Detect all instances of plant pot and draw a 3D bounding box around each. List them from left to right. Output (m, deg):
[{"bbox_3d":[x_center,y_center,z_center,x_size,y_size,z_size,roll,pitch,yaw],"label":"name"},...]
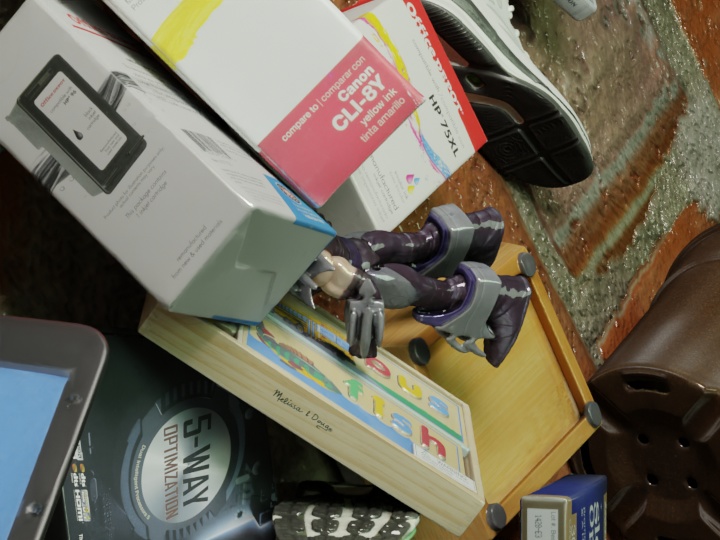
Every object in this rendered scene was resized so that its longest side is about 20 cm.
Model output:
[{"bbox_3d":[0.254,0.090,1.441,0.198,0.200,0.201,-35,104,-45],"label":"plant pot"}]

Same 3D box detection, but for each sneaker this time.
[{"bbox_3d":[-0.005,0.163,1.094,0.200,0.077,0.089,-1,92,-85],"label":"sneaker"},{"bbox_3d":[0.103,-0.154,1.425,0.200,0.076,0.116,45,45,-30],"label":"sneaker"}]

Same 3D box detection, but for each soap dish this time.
[{"bbox_3d":[0.062,0.079,1.262,0.200,0.081,0.158,-36,105,-53],"label":"soap dish"}]

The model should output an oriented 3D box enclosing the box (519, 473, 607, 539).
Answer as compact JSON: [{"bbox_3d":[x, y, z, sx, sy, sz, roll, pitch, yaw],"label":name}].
[{"bbox_3d":[0.126,0.188,1.242,0.200,0.032,0.121,3,87,-77],"label":"box"}]

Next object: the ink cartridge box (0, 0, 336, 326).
[{"bbox_3d":[-0.118,-0.065,1.020,0.200,0.068,0.116,44,9,18],"label":"ink cartridge box"}]

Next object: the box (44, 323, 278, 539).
[{"bbox_3d":[-0.106,0.131,1.039,0.160,0.043,0.200,9,68,-52],"label":"box"}]

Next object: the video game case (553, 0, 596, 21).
[{"bbox_3d":[0.100,-0.300,1.496,0.182,0.023,0.200,33,39,-42],"label":"video game case"}]

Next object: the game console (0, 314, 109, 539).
[{"bbox_3d":[-0.222,0.065,0.844,0.172,0.119,0.200,46,42,-33],"label":"game console"}]

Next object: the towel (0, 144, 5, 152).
[{"bbox_3d":[-0.244,-0.150,0.993,0.147,0.022,0.200,1,75,-55],"label":"towel"}]

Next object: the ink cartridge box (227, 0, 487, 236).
[{"bbox_3d":[0.006,-0.100,1.275,0.116,0.067,0.200,63,35,-13],"label":"ink cartridge box"}]

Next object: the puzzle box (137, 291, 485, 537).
[{"bbox_3d":[-0.024,0.053,1.091,0.200,0.025,0.133,34,15,-12],"label":"puzzle box"}]

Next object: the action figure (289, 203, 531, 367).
[{"bbox_3d":[0.000,0.000,1.126,0.200,0.069,0.130,8,35,-35],"label":"action figure"}]

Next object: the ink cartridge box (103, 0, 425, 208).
[{"bbox_3d":[-0.073,-0.139,1.078,0.200,0.083,0.145,44,2,-16],"label":"ink cartridge box"}]
